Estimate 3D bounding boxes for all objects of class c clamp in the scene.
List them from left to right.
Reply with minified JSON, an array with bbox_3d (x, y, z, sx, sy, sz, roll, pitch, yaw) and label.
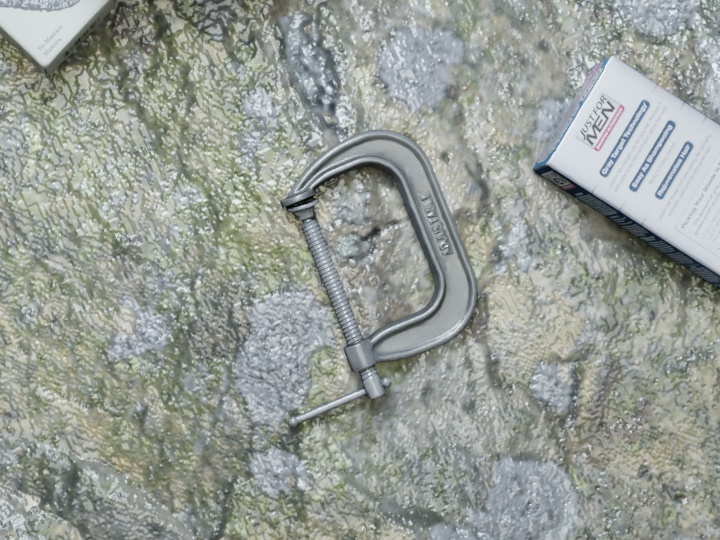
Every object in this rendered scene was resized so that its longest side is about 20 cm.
[{"bbox_3d":[0.000,0.000,1.528,0.170,0.027,0.201,-17,92,-6],"label":"c clamp"}]

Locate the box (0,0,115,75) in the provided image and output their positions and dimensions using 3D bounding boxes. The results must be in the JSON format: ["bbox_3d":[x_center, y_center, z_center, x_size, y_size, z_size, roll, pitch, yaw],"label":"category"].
[{"bbox_3d":[-0.278,-0.241,1.477,0.200,0.068,0.082,42,86,-5],"label":"box"}]

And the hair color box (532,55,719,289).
[{"bbox_3d":[0.244,-0.068,1.540,0.199,0.061,0.100,32,86,-6],"label":"hair color box"}]
